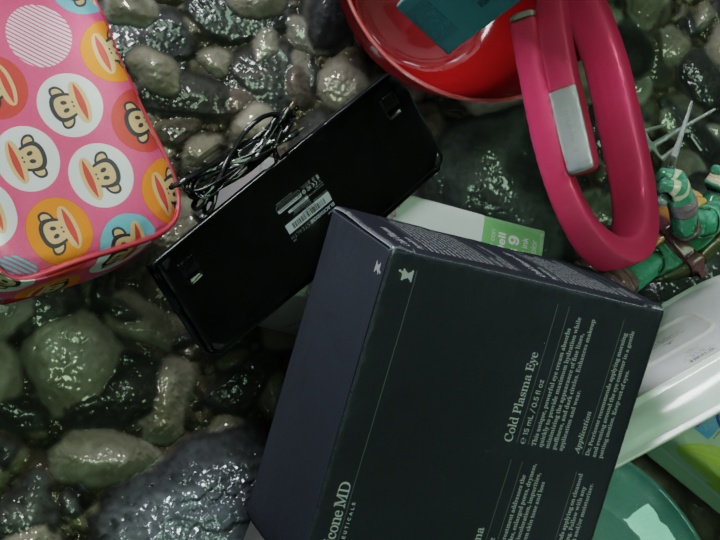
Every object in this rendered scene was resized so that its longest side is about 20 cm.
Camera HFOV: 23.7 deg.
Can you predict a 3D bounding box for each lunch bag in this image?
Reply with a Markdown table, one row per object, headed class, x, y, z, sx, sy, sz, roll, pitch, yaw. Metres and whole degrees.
| class | x | y | z | sx | sy | sz | roll | pitch | yaw |
| --- | --- | --- | --- | --- | --- | --- | --- | --- | --- |
| lunch bag | -0.222 | -0.082 | 1.073 | 0.175 | 0.082 | 0.201 | -21 | 86 | -39 |

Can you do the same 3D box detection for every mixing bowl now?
| class | x | y | z | sx | sy | sz | roll | pitch | yaw |
| --- | --- | --- | --- | --- | --- | --- | --- | --- | --- |
| mixing bowl | 0.060 | -0.204 | 1.194 | 0.198 | 0.108 | 0.202 | 3 | 81 | -19 |

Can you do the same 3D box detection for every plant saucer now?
| class | x | y | z | sx | sy | sz | roll | pitch | yaw |
| --- | --- | --- | --- | --- | --- | --- | --- | --- | --- |
| plant saucer | 0.169 | 0.216 | 1.174 | 0.199 | 0.036 | 0.201 | 24 | 46 | -26 |

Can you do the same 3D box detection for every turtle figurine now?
| class | x | y | z | sx | sy | sz | roll | pitch | yaw |
| --- | --- | --- | --- | --- | --- | --- | --- | --- | --- |
| turtle figurine | 0.208 | -0.034 | 1.204 | 0.200 | 0.150 | 0.101 | -42 | 93 | -6 |

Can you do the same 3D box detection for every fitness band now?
| class | x | y | z | sx | sy | sz | roll | pitch | yaw |
| --- | --- | --- | --- | --- | --- | --- | --- | --- | --- |
| fitness band | 0.144 | -0.099 | 1.087 | 0.037 | 0.143 | 0.202 | -14 | 77 | 24 |

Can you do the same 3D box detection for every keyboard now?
| class | x | y | z | sx | sy | sz | roll | pitch | yaw |
| --- | --- | --- | --- | --- | --- | --- | --- | --- | --- |
| keyboard | -0.046 | -0.048 | 1.029 | 0.200 | 0.040 | 0.105 | -40 | 119 | -21 |

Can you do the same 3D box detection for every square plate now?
| class | x | y | z | sx | sy | sz | roll | pitch | yaw |
| --- | --- | --- | --- | --- | --- | --- | --- | --- | --- |
| square plate | 0.208 | 0.056 | 1.123 | 0.199 | 0.198 | 0.029 | -29 | 100 | -2 |

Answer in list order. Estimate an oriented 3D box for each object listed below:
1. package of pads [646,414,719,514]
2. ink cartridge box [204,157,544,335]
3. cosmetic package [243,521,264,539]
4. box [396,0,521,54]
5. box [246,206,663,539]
| class | x | y | z | sx | sy | sz | roll | pitch | yaw |
| --- | --- | --- | --- | --- | --- | --- | --- | --- | --- |
| package of pads | 0.298 | 0.105 | 1.208 | 0.154 | 0.068 | 0.200 | -40 | 62 | -18 |
| ink cartridge box | 0.000 | 0.000 | 1.125 | 0.198 | 0.145 | 0.088 | 13 | 78 | -16 |
| cosmetic package | -0.033 | 0.199 | 1.109 | 0.090 | 0.107 | 0.202 | 22 | 78 | -16 |
| box | 0.093 | -0.201 | 1.041 | 0.049 | 0.200 | 0.082 | 41 | 73 | -9 |
| box | 0.053 | 0.085 | 1.012 | 0.181 | 0.104 | 0.202 | 13 | 99 | -24 |
